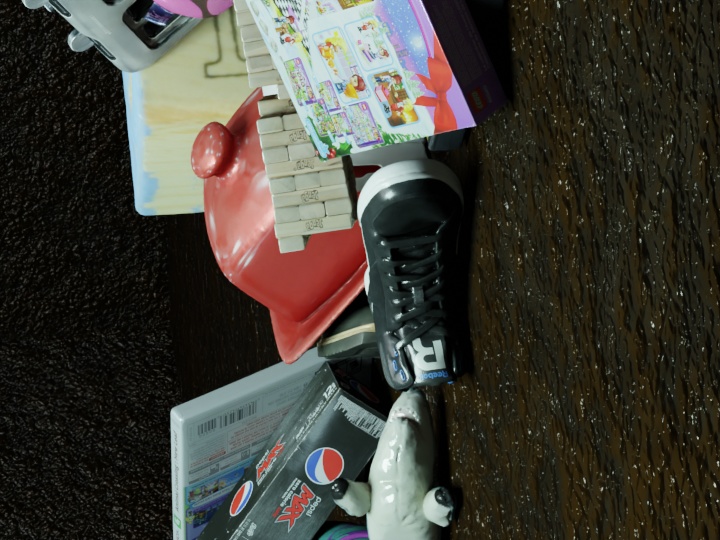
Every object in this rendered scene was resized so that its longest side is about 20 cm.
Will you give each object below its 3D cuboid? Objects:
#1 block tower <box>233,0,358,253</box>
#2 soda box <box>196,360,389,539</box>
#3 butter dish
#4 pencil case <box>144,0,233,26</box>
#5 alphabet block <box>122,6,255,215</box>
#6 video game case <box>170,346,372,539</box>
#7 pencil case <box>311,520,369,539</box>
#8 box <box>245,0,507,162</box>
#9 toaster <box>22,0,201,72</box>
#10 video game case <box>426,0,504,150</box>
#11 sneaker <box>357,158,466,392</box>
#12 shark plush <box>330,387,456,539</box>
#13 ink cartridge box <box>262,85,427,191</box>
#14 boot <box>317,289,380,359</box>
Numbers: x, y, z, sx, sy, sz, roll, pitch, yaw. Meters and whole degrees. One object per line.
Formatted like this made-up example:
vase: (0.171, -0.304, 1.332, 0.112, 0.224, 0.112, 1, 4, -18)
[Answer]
block tower: (-0.043, -0.118, 1.219, 0.054, 0.057, 0.202, -64, -35, -77)
soda box: (-0.057, 0.181, 1.565, 0.201, 0.063, 0.071, -54, 20, 8)
butter dish: (-0.060, -0.070, 1.380, 0.200, 0.147, 0.200, -48, 36, 33)
pencil case: (-0.103, -0.248, 1.250, 0.200, 0.093, 0.091, 130, 160, -62)
alphabet block: (-0.103, -0.177, 1.585, 0.196, 0.198, 0.198, 107, 157, -67)
video game case: (-0.077, 0.157, 1.613, 0.022, 0.199, 0.183, 42, 142, 38)
pencil case: (-0.013, 0.260, 1.560, 0.085, 0.092, 0.200, 47, 167, -3)
box: (-0.008, -0.171, 1.105, 0.136, 0.039, 0.201, -8, 113, 45)
toaster: (-0.178, -0.269, 1.407, 0.119, 0.200, 0.181, 50, -179, 24)
video game case: (0.055, -0.207, 1.170, 0.200, 0.025, 0.182, 104, 159, -59)
sneaker: (0.044, 0.016, 1.228, 0.200, 0.072, 0.113, 87, 171, -64)
shark plush: (0.048, 0.181, 1.380, 0.084, 0.090, 0.201, -78, -25, -43)
ink cartridge box: (-0.013, -0.153, 1.317, 0.068, 0.114, 0.201, 101, 162, -51)
boot: (0.000, 0.000, 1.450, 0.200, 0.077, 0.140, 164, 107, -79)
